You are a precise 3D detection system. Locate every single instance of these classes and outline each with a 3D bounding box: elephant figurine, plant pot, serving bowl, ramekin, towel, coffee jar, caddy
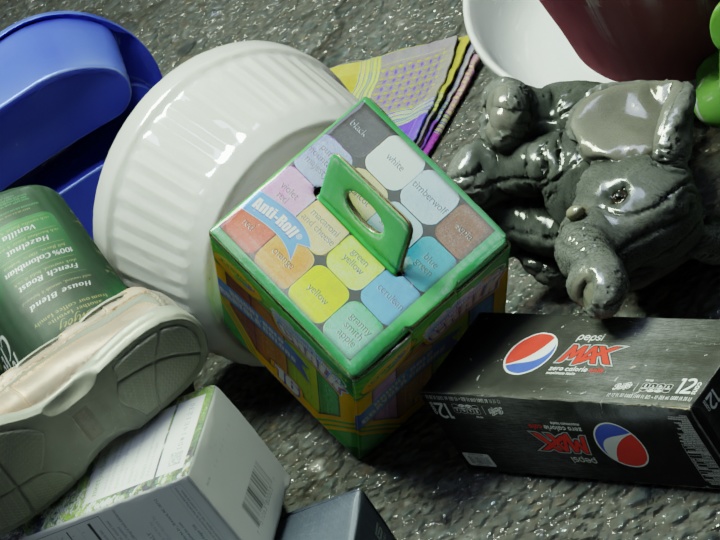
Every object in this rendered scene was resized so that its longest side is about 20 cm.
[{"bbox_3d":[0.153,-0.038,1.669,0.200,0.141,0.155,20,83,57],"label":"elephant figurine"},{"bbox_3d":[0.167,-0.215,1.752,0.199,0.179,0.200,-10,50,13],"label":"plant pot"},{"bbox_3d":[0.168,-0.166,1.874,0.200,0.066,0.200,-10,51,12],"label":"serving bowl"},{"bbox_3d":[-0.057,-0.033,1.807,0.202,0.203,0.094,-42,41,-15],"label":"ramekin"},{"bbox_3d":[-0.008,-0.084,2.006,0.143,0.023,0.200,-9,37,37],"label":"towel"},{"bbox_3d":[-0.169,0.043,1.730,0.085,0.104,0.200,-23,43,-18],"label":"coffee jar"},{"bbox_3d":[-0.209,-0.073,1.850,0.200,0.142,0.105,-34,32,-3],"label":"caddy"}]

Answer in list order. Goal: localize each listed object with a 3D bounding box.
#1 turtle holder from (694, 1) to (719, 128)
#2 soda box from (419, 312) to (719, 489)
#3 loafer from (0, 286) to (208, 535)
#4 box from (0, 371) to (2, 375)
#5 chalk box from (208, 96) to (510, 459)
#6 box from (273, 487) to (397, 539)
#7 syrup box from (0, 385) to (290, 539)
[{"bbox_3d":[0.278,-0.126,1.684,0.132,0.141,0.186,-44,-14,-48],"label":"turtle holder"},{"bbox_3d":[0.131,0.068,1.585,0.200,0.063,0.071,2,43,46],"label":"soda box"},{"bbox_3d":[-0.176,0.080,1.602,0.200,0.072,0.063,-35,39,-13],"label":"loafer"},{"bbox_3d":[-0.193,0.019,1.949,0.148,0.107,0.200,-23,30,18],"label":"box"},{"bbox_3d":[0.000,0.000,1.659,0.124,0.200,0.124,-41,73,-12],"label":"chalk box"},{"bbox_3d":[-0.066,0.218,1.573,0.157,0.051,0.200,-21,31,22],"label":"box"},{"bbox_3d":[-0.147,0.145,1.635,0.200,0.082,0.079,-23,29,26],"label":"syrup box"}]
